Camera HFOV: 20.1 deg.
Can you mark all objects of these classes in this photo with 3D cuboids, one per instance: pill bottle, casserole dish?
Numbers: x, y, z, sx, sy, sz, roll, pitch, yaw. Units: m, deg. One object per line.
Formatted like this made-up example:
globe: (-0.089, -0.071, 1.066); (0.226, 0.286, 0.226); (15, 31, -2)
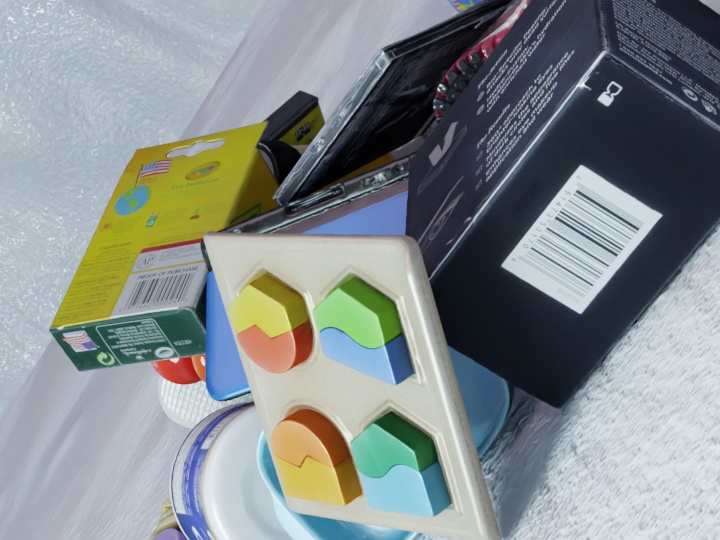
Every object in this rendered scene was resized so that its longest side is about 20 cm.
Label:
pill bottle: (-0.068, 0.150, 1.411); (0.120, 0.119, 0.200); (-61, 11, -12)
casserole dish: (0.019, 0.094, 1.255); (0.200, 0.121, 0.039); (-52, -18, 25)

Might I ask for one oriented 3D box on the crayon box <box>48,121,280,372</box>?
crayon box: (-0.135, -0.019, 1.497); (0.127, 0.051, 0.200); (-9, 42, 28)

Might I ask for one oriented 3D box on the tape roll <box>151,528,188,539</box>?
tape roll: (-0.149, 0.294, 1.470); (0.200, 0.085, 0.200); (-55, 13, 18)

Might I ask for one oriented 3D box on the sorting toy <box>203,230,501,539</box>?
sorting toy: (-0.013, 0.068, 1.165); (0.036, 0.186, 0.200); (-28, 20, -35)

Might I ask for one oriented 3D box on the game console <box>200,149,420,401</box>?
game console: (0.000, 0.000, 1.382); (0.199, 0.119, 0.171); (-20, -5, 27)

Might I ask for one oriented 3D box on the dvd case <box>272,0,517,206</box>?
dvd case: (0.030, -0.125, 1.447); (0.200, 0.016, 0.149); (-31, -17, -53)

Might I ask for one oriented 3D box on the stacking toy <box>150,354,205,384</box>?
stacking toy: (-0.072, 0.061, 1.461); (0.199, 0.085, 0.086); (-1, 52, 37)

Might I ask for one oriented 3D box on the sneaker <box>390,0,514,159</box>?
sneaker: (0.082, -0.155, 1.637); (0.200, 0.075, 0.082); (-53, 12, 19)

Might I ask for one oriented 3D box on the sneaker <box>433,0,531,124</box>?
sneaker: (0.131, -0.171, 1.423); (0.200, 0.081, 0.075); (-37, 11, 14)

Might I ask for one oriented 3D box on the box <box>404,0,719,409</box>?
box: (0.124, -0.064, 1.182); (0.197, 0.117, 0.200); (-52, 15, 26)

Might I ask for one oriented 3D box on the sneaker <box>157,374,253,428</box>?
sneaker: (-0.059, 0.081, 1.542); (0.199, 0.082, 0.074); (-11, 78, 32)

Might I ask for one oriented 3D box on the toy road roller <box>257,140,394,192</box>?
toy road roller: (-0.025, -0.008, 1.606); (0.146, 0.123, 0.201); (26, 110, 40)

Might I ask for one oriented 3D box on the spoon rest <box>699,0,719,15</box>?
spoon rest: (0.179, -0.140, 1.322); (0.200, 0.061, 0.100); (-33, 27, 34)

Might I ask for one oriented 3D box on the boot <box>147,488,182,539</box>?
boot: (-0.105, 0.167, 1.629); (0.156, 0.073, 0.200); (-64, 10, -27)

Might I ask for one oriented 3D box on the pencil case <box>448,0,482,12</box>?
pencil case: (0.137, -0.252, 1.535); (0.087, 0.078, 0.200); (-33, 13, -40)

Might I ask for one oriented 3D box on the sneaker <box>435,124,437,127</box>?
sneaker: (0.080, -0.070, 1.482); (0.078, 0.066, 0.201); (-34, 27, 53)

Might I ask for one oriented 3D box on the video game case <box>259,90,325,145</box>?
video game case: (-0.086, -0.020, 1.671); (0.025, 0.181, 0.200); (26, 57, 38)
